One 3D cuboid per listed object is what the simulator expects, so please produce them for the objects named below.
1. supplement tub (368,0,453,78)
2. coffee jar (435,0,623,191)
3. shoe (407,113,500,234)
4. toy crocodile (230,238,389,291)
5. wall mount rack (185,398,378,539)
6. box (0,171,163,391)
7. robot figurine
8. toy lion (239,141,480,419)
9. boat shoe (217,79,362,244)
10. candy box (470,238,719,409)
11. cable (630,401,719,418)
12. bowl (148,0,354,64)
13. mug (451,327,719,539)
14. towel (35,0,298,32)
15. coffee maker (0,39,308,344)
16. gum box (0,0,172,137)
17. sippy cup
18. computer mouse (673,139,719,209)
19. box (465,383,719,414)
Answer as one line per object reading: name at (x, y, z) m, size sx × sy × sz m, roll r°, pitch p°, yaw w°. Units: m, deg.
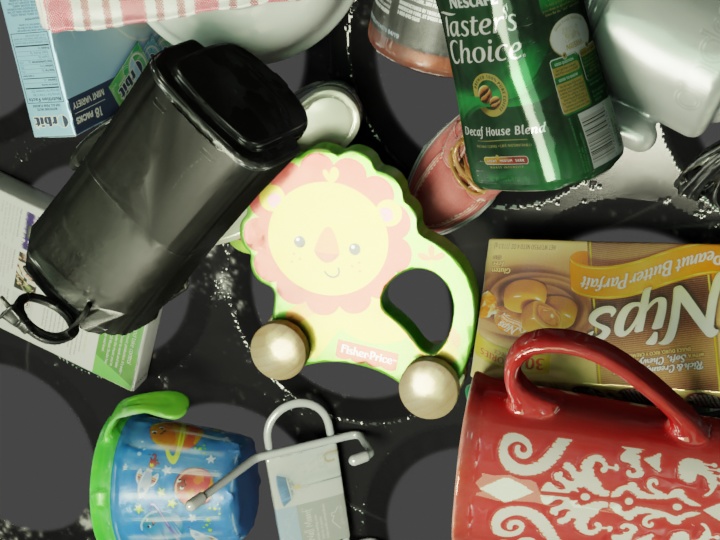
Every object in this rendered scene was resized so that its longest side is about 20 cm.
supplement tub at (0.074, -0.247, 1.064) m, size 0.107 × 0.107 × 0.201 m, roll 21°, pitch 119°, yaw 14°
coffee jar at (0.103, -0.157, 0.979) m, size 0.104 × 0.085 × 0.201 m, roll 4°, pitch 115°, yaw 49°
shoe at (0.090, -0.089, 1.137) m, size 0.071 × 0.091 × 0.200 m, roll 44°, pitch 122°, yaw 0°
toy crocodile at (-0.061, -0.028, 1.248) m, size 0.199 × 0.062 × 0.068 m, roll 30°, pitch 121°, yaw 9°
wall mount rack at (-0.067, 0.223, 1.319) m, size 0.173 × 0.075 × 0.201 m, roll -13°, pitch 112°, yaw -12°
box at (-0.276, 0.009, 1.376) m, size 0.199 × 0.036 × 0.145 m, roll 25°, pitch 120°, yaw 13°
robot figurine at (0.206, -0.170, 1.036) m, size 0.199 × 0.113 × 0.170 m, roll 28°, pitch 87°, yaw 9°
toy lion at (0.000, 0.000, 1.168) m, size 0.199 × 0.069 × 0.193 m, roll 14°, pitch 108°, yaw 9°
boat shoe at (-0.081, -0.088, 1.209) m, size 0.200 × 0.062 × 0.073 m, roll -34°, pitch 109°, yaw 19°
candy box at (0.192, 0.039, 1.138) m, size 0.199 × 0.055 × 0.116 m, roll 2°, pitch 72°, yaw 22°
cable at (0.249, 0.123, 1.154) m, size 0.199 × 0.050 × 0.098 m, roll -20°, pitch 93°, yaw 16°
bowl at (-0.093, -0.247, 1.107) m, size 0.200 × 0.090 × 0.202 m, roll 0°, pitch 106°, yaw 1°
mug at (0.173, 0.142, 1.069) m, size 0.199 × 0.134 × 0.178 m, roll 7°, pitch 149°, yaw 9°
towel at (-0.141, -0.251, 1.048) m, size 0.199 × 0.030 × 0.147 m, roll -7°, pitch 102°, yaw 4°
coffee maker at (-0.145, -0.052, 1.089) m, size 0.134 × 0.192 × 0.200 m, roll 32°, pitch 123°, yaw -15°
gum box at (-0.212, -0.225, 1.160) m, size 0.044 × 0.170 × 0.201 m, roll 2°, pitch 113°, yaw 27°
sippy cup at (-0.164, 0.198, 1.364) m, size 0.130 × 0.178 × 0.140 m, roll 2°, pitch 70°, yaw 12°
computer mouse at (0.327, -0.069, 1.029) m, size 0.199 × 0.053 × 0.138 m, roll 25°, pitch 138°, yaw -30°
box at (0.192, 0.125, 1.216) m, size 0.199 × 0.048 × 0.118 m, roll -10°, pitch 109°, yaw 25°
